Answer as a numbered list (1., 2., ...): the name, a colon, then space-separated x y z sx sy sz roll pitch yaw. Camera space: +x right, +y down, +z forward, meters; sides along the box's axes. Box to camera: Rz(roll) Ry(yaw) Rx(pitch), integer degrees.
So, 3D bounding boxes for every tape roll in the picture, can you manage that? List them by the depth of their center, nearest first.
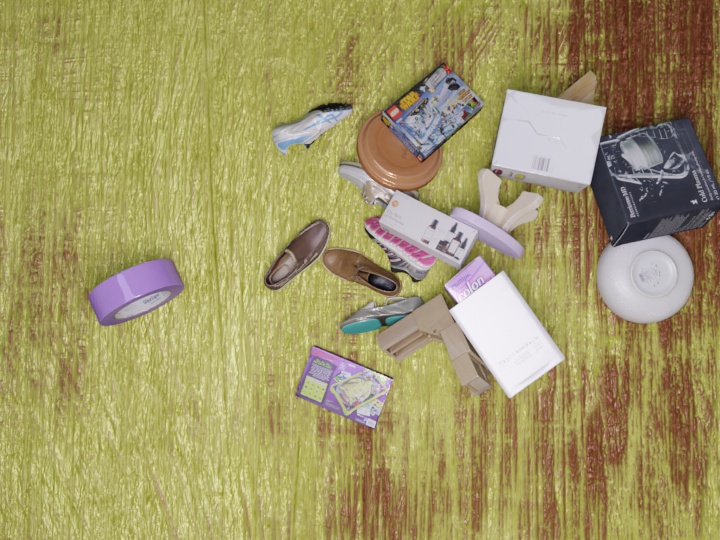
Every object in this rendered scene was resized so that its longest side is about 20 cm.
1. tape roll: -0.499 0.050 1.400 0.198 0.200 0.067 -29 83 5

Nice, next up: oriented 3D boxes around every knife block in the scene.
1. knife block: 0.415 -0.332 1.369 0.172 0.064 0.205 7 88 7

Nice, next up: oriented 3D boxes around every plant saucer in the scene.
1. plant saucer: 0.089 -0.273 1.387 0.196 0.032 0.205 3 71 -9

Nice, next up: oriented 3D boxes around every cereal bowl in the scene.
1. cereal bowl: 0.605 0.010 1.316 0.195 0.083 0.205 0 87 7

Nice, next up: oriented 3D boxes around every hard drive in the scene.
1. hard drive: 0.280 0.122 1.203 0.131 0.027 0.202 -35 84 5

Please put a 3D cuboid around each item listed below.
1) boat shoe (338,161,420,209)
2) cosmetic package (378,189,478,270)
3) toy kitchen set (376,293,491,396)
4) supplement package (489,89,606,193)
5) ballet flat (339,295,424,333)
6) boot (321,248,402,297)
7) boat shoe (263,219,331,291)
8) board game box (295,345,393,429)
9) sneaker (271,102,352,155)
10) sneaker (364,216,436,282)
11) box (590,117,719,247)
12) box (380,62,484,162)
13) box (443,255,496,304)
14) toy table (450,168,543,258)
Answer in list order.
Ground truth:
1. boat shoe: 0.032 -0.181 1.406 0.197 0.075 0.069 25 85 7
2. cosmetic package: 0.143 -0.087 1.322 0.198 0.051 0.083 28 79 17
3. toy kitchen set: 0.173 0.201 1.339 0.179 0.163 0.202 -33 52 16
4. supplement package: 0.377 -0.262 1.283 0.196 0.111 0.159 13 90 8
5. ballet flat: 0.048 0.096 1.403 0.196 0.068 0.065 -9 58 6
6. boot: 0.000 0.000 1.401 0.197 0.075 0.075 23 92 9
7. boat shoe: -0.143 -0.032 1.420 0.074 0.075 0.203 40 92 8
8. board game box: -0.037 0.263 1.414 0.197 0.032 0.122 22 94 7
9. sneaker: -0.107 -0.330 1.444 0.197 0.072 0.073 -24 118 -1
10. sneaker: 0.079 -0.043 1.391 0.199 0.089 0.073 37 49 26
11. box: 0.591 -0.178 1.276 0.192 0.124 0.204 -13 69 3
12. box: 0.160 -0.352 1.385 0.199 0.040 0.137 -41 83 -17
13. box: 0.271 0.083 1.309 0.096 0.176 0.201 -39 82 4
14. toy table: 0.292 -0.120 1.324 0.183 0.199 0.119 27 87 47
